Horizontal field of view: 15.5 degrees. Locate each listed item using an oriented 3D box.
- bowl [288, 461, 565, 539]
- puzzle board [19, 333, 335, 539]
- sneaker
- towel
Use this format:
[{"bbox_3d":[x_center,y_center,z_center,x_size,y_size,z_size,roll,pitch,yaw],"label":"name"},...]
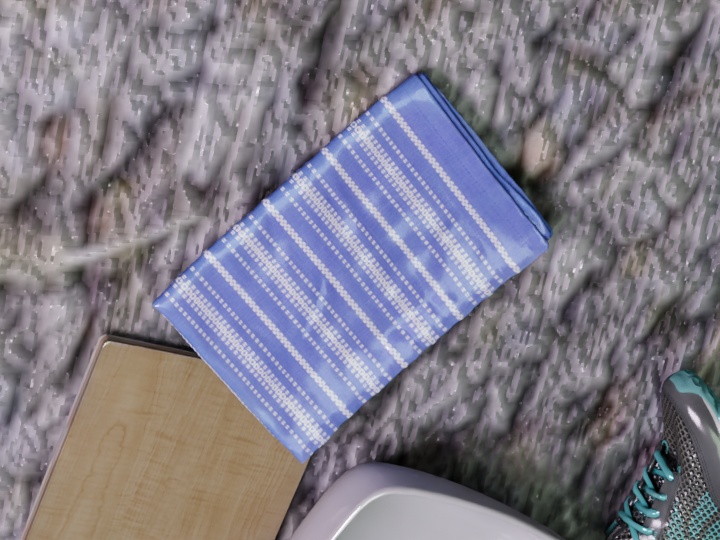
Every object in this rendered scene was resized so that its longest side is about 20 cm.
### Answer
[{"bbox_3d":[0.019,0.208,1.581,0.200,0.075,0.200,25,105,-34],"label":"bowl"},{"bbox_3d":[-0.116,0.136,1.530,0.150,0.017,0.200,13,112,-28],"label":"puzzle board"},{"bbox_3d":[0.192,0.155,1.629,0.091,0.078,0.200,-14,119,-10],"label":"sneaker"},{"bbox_3d":[0.000,0.000,1.488,0.200,0.024,0.145,-41,121,-2],"label":"towel"}]
